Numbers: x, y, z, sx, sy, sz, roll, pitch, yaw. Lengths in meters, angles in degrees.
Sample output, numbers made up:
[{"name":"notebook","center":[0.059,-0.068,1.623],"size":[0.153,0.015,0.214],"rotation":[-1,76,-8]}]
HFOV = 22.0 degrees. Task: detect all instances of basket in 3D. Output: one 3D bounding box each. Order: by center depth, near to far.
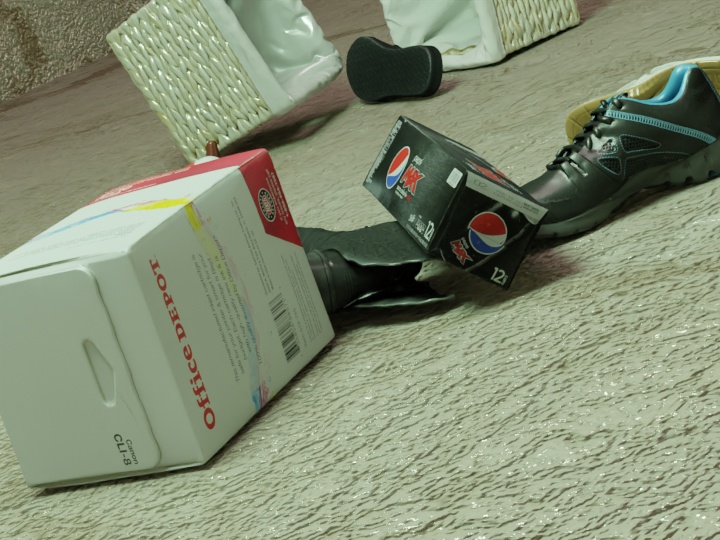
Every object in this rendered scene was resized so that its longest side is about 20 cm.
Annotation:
[{"name":"basket","center":[-0.156,-0.255,2.169],"size":[0.160,0.201,0.198],"rotation":[-33,6,26]},{"name":"basket","center":[0.133,-0.360,2.240],"size":[0.160,0.202,0.198],"rotation":[-25,15,-31]}]

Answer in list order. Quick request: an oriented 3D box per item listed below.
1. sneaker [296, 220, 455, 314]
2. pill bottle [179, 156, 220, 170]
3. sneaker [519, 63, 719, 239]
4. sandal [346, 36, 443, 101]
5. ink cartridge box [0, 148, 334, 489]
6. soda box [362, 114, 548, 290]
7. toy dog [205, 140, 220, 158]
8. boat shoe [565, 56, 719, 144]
[{"name":"sneaker","center":[-0.001,-0.003,1.349],"size":[0.103,0.061,0.200],"rotation":[-13,11,-5]},{"name":"pill bottle","center":[-0.165,0.006,1.386],"size":[0.199,0.113,0.113],"rotation":[-29,13,4]},{"name":"sneaker","center":[0.177,-0.085,1.359],"size":[0.199,0.083,0.073],"rotation":[-24,17,-13]},{"name":"sandal","center":[0.045,-0.231,2.166],"size":[0.048,0.076,0.200],"rotation":[2,9,-31]},{"name":"ink cartridge box","center":[-0.136,0.030,1.213],"size":[0.144,0.146,0.200],"rotation":[-12,15,28]},{"name":"soda box","center":[0.064,-0.052,1.315],"size":[0.064,0.070,0.200],"rotation":[-63,18,9]},{"name":"toy dog","center":[-0.167,-0.048,1.660],"size":[0.131,0.097,0.200],"rotation":[-10,17,36]},{"name":"boat shoe","center":[0.257,-0.137,1.471],"size":[0.199,0.071,0.069],"rotation":[-9,19,41]}]
